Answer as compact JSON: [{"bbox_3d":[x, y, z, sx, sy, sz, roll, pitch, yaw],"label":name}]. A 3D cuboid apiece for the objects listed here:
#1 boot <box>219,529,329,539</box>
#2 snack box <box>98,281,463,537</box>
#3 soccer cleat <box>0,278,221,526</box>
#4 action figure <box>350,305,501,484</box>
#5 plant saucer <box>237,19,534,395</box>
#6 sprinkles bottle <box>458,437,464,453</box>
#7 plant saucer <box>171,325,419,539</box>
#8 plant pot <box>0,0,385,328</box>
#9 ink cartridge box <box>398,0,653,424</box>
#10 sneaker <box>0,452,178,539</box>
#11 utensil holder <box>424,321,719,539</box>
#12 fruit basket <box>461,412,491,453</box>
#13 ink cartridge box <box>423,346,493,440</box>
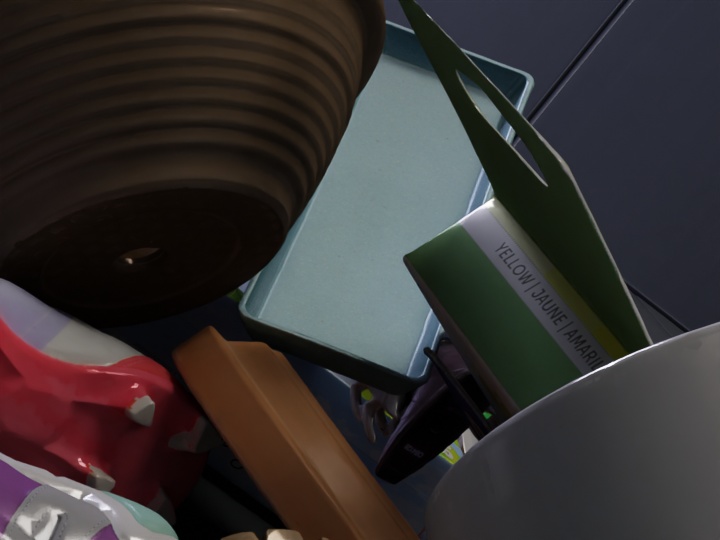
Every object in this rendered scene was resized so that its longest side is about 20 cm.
[{"bbox_3d":[0.015,0.156,0.644,0.200,0.075,0.107,39,25,-48],"label":"boot"},{"bbox_3d":[-0.048,0.028,1.014,0.169,0.068,0.200,38,10,-14],"label":"snack box"},{"bbox_3d":[-0.128,0.022,0.740,0.200,0.067,0.076,33,-6,-40],"label":"soccer cleat"},{"bbox_3d":[0.000,0.000,0.934,0.130,0.069,0.200,18,23,-41],"label":"action figure"},{"bbox_3d":[0.012,-0.026,0.891,0.070,0.019,0.200,21,38,1],"label":"plant saucer"},{"bbox_3d":[0.048,0.073,1.197,0.200,0.068,0.068,43,9,26],"label":"sprinkles bottle"},{"bbox_3d":[0.008,0.099,0.801,0.200,0.032,0.200,53,-2,3],"label":"plant saucer"},{"bbox_3d":[-0.081,-0.043,0.803,0.201,0.201,0.093,27,42,-57],"label":"plant pot"},{"bbox_3d":[0.056,0.018,0.753,0.200,0.048,0.146,56,-1,-36],"label":"ink cartridge box"},{"bbox_3d":[-0.121,0.059,0.522,0.200,0.078,0.140,32,6,26],"label":"sneaker"},{"bbox_3d":[0.116,0.130,0.595,0.170,0.170,0.200,27,40,-57],"label":"utensil holder"},{"bbox_3d":[0.110,0.106,1.053,0.185,0.094,0.200,34,36,-35],"label":"fruit basket"},{"bbox_3d":[0.086,0.146,0.809,0.200,0.043,0.196,50,-6,36],"label":"ink cartridge box"}]
